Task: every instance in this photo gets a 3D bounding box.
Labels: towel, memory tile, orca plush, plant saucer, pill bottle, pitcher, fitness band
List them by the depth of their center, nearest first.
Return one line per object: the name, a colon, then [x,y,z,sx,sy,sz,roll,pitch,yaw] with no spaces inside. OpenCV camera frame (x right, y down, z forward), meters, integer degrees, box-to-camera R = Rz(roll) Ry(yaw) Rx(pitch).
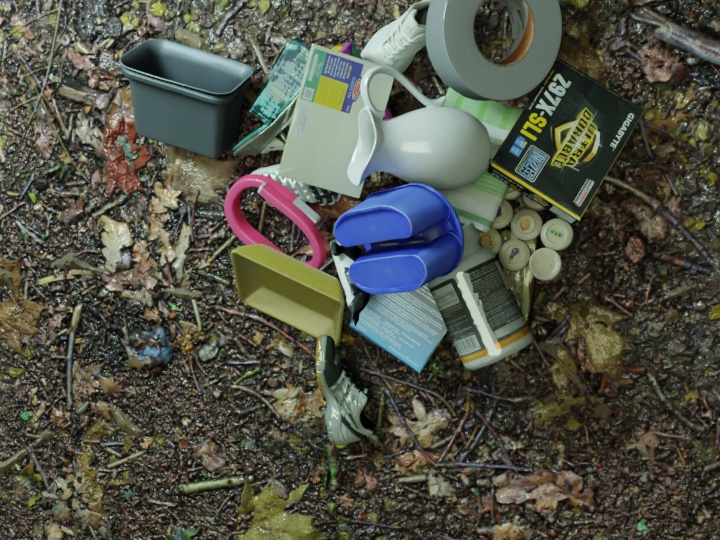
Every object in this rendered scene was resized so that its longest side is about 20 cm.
pitcher: [0.088,-0.206,1.131,0.198,0.121,0.174,0,104,-19]
pill bottle: [0.170,0.038,1.169,0.115,0.116,0.202,-25,86,14]
memory tile: [0.238,-0.081,1.211,0.198,0.017,0.155,23,88,20]
towel: [0.172,-0.176,1.221,0.148,0.031,0.202,22,87,11]
orca plush: [0.000,0.000,1.234,0.070,0.200,0.106,-19,111,1]
plant saucer: [-0.110,0.034,1.275,0.198,0.201,0.049,25,65,8]
towel: [-0.074,-0.271,1.285,0.199,0.022,0.147,37,104,5]
fitness band: [-0.141,-0.071,1.285,0.199,0.037,0.144,40,136,1]

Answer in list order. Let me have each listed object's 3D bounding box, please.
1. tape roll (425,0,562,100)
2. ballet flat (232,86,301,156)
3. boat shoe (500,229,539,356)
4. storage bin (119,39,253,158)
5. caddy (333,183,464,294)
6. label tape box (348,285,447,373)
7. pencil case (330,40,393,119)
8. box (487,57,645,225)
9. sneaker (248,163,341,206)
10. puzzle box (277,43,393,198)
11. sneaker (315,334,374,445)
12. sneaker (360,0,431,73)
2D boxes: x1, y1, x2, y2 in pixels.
tape roll: [0.198,-0.355,1.144,0.198,0.066,0.203,-4,103,-19]
ballet flat: [-0.123,-0.234,1.260,0.199,0.067,0.064,-38,101,16]
boat shoe: [0.247,0.036,1.241,0.062,0.073,0.203,7,89,17]
storage bin: [-0.284,-0.283,1.281,0.198,0.146,0.135,19,129,8]
caddy: [0.058,-0.046,1.115,0.199,0.105,0.143,-6,109,48]
label tape box: [0.093,0.044,1.273,0.143,0.066,0.201,33,95,6]
pencil case: [0.000,-0.256,1.213,0.088,0.089,0.201,-23,109,14]
box: [0.309,-0.195,1.169,0.159,0.049,0.201,33,83,7]
sneaker: [-0.100,-0.152,1.280,0.198,0.081,0.076,4,135,34]
puzzle box: [-0.036,-0.222,1.159,0.132,0.025,0.202,15,103,-10]
sneaker: [-0.025,0.199,1.323,0.087,0.076,0.202,-10,107,6]
sneaker: [0.071,-0.369,1.199,0.199,0.099,0.078,-37,89,15]
